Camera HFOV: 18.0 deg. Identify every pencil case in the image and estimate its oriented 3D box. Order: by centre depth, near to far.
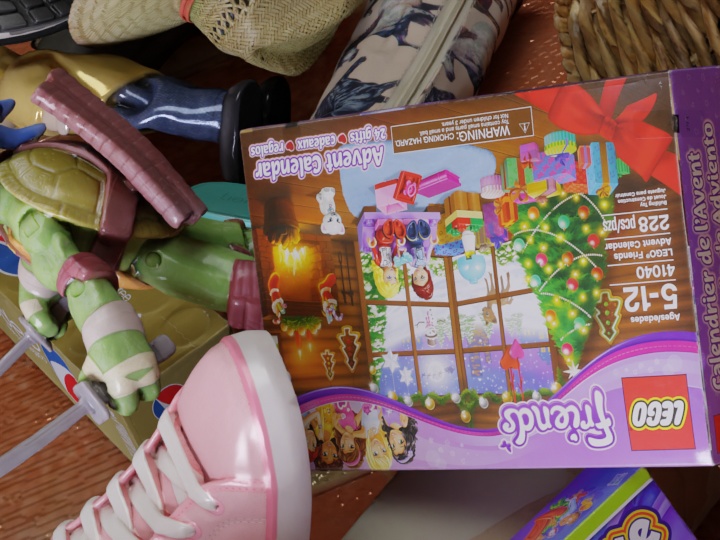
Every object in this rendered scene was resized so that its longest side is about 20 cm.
[{"bbox_3d":[0.030,-0.106,1.154,0.089,0.078,0.200,-31,25,49],"label":"pencil case"}]

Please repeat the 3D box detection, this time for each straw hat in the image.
[{"bbox_3d":[-0.044,-0.147,1.161,0.201,0.201,0.085,-36,81,-14],"label":"straw hat"}]

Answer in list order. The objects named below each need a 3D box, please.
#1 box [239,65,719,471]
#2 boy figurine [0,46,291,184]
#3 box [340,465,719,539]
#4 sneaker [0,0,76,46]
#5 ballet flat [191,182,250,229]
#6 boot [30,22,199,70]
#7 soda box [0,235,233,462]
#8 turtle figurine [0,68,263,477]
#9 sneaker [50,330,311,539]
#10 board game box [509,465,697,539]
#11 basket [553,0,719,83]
[{"bbox_3d":[0.047,0.004,0.842,0.200,0.137,0.039,-5,3,39],"label":"box"},{"bbox_3d":[-0.141,-0.083,1.185,0.199,0.065,0.124,6,10,18],"label":"boy figurine"},{"bbox_3d":[0.055,0.118,0.904,0.078,0.095,0.200,21,59,37],"label":"box"},{"bbox_3d":[-0.150,-0.147,1.198,0.200,0.088,0.076,-27,67,-27],"label":"sneaker"},{"bbox_3d":[0.000,0.000,1.071,0.199,0.073,0.073,6,49,30],"label":"ballet flat"},{"bbox_3d":[-0.169,-0.170,1.320,0.200,0.078,0.138,21,62,40],"label":"boot"},{"bbox_3d":[-0.129,0.021,1.107,0.068,0.064,0.200,-36,44,-16],"label":"soda box"},{"bbox_3d":[-0.098,0.028,0.963,0.193,0.144,0.201,6,71,-13],"label":"turtle figurine"},{"bbox_3d":[-0.084,0.111,0.877,0.104,0.201,0.075,-6,44,-23],"label":"sneaker"},{"bbox_3d":[0.060,0.184,0.802,0.200,0.135,0.045,-41,10,-18],"label":"board game box"},{"bbox_3d":[0.191,-0.079,0.981,0.149,0.201,0.143,-21,-5,-44],"label":"basket"}]
